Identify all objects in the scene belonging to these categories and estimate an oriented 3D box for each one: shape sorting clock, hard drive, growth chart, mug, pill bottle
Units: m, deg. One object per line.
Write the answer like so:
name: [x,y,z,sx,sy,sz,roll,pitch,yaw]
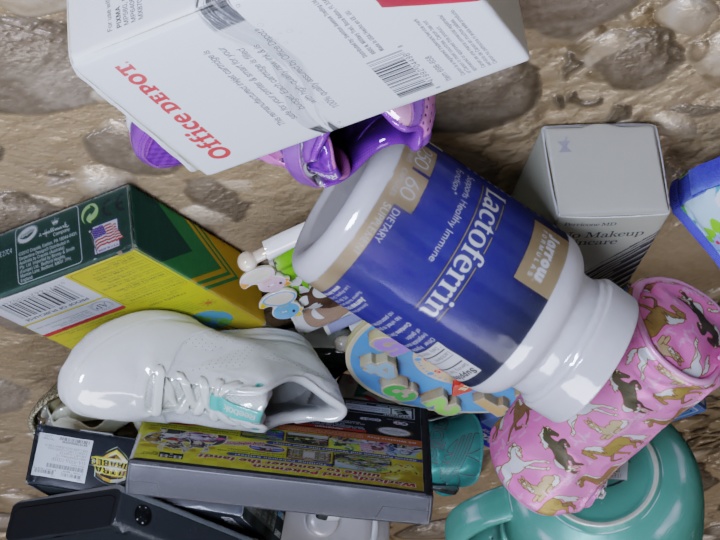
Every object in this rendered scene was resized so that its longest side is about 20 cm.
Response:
shape sorting clock: [0.089,0.058,1.472,0.199,0.039,0.200,-4,155,-2]
hard drive: [-0.134,0.205,1.515,0.199,0.033,0.139,28,153,-35]
growth chart: [0.000,0.000,1.466,0.144,0.018,0.200,-30,152,7]
mug: [0.171,0.183,1.594,0.185,0.152,0.115,-39,154,-12]
pill bottle: [0.067,0.004,1.321,0.199,0.116,0.116,32,144,-11]

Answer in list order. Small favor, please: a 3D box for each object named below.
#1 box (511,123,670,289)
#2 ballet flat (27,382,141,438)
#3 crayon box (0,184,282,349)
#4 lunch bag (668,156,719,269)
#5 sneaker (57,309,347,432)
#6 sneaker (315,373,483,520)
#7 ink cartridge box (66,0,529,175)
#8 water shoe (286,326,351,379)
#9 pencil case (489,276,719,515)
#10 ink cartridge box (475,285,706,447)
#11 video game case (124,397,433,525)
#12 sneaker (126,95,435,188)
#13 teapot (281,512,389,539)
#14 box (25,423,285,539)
box: [0.143,-0.023,1.435,0.082,0.069,0.200,-2,156,-9]
ballet flat: [-0.168,0.105,1.575,0.199,0.068,0.075,-9,-165,34]
crayon box: [-0.153,0.014,1.445,0.126,0.051,0.200,-19,153,22]
lunch bag: [0.330,-0.044,1.397,0.199,0.128,0.170,25,144,-30]
sneaker: [-0.099,0.077,1.410,0.199,0.088,0.076,-1,117,-32]
sneaker: [0.032,0.139,1.591,0.120,0.084,0.200,8,-160,4]
ink cartridge box: [-0.034,-0.140,1.093,0.199,0.084,0.144,-19,151,19]
water shoe: [-0.075,0.104,1.634,0.199,0.079,0.071,-23,152,30]
pencil case: [0.168,0.086,1.426,0.086,0.083,0.200,8,142,-27]
ink cartridge box: [0.156,0.091,1.688,0.199,0.077,0.136,-18,154,25]
video game case: [-0.051,0.121,1.441,0.199,0.026,0.181,7,-166,-1]
sneaker: [-0.042,-0.087,1.213,0.199,0.089,0.080,-14,157,16]
teapot: [-0.058,0.210,1.718,0.196,0.201,0.146,20,165,-16]
box: [-0.144,0.160,1.556,0.158,0.046,0.200,8,167,7]
